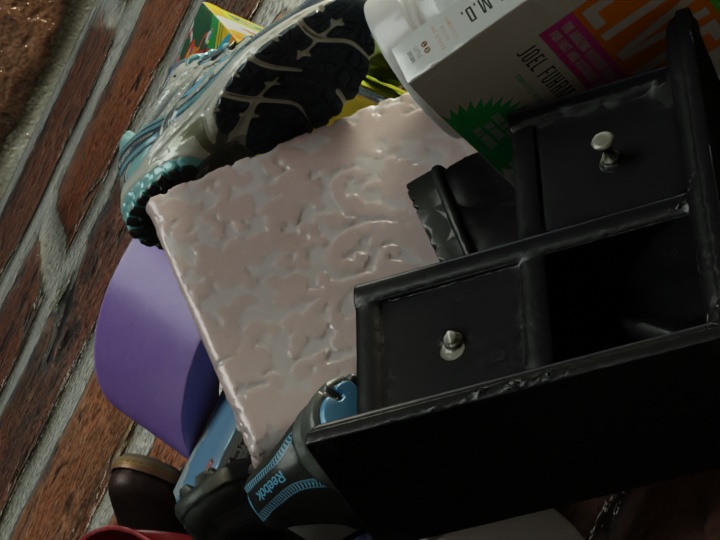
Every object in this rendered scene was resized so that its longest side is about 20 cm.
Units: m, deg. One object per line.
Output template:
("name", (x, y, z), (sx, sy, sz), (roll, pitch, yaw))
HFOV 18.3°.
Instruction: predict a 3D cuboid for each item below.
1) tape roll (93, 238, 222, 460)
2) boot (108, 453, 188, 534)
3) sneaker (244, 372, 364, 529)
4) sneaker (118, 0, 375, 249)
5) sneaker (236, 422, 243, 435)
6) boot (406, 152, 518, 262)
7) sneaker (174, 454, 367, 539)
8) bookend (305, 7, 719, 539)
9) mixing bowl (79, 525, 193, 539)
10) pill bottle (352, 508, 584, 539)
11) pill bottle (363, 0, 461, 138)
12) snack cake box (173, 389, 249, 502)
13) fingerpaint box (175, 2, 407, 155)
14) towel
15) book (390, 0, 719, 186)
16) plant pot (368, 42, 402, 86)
("tape roll", (-0.076, 0.029, 1.483), (0.085, 0.200, 0.201), (31, 101, 28))
("boot", (-0.138, 0.236, 1.462), (0.072, 0.200, 0.167), (5, 49, 29))
("sneaker", (0.023, 0.090, 1.150), (0.082, 0.200, 0.073), (-42, 62, 33))
("sneaker", (-0.077, -0.107, 1.312), (0.200, 0.077, 0.087), (-41, 47, 21))
("sneaker", (-0.011, 0.018, 1.297), (0.075, 0.088, 0.201), (8, 75, 53))
("boot", (0.127, -0.014, 1.154), (0.157, 0.079, 0.212), (-32, 60, 10))
("sneaker", (-0.029, 0.163, 1.251), (0.066, 0.200, 0.091), (-37, 58, 11))
("bookend", (0.083, 0.003, 1.041), (0.198, 0.092, 0.201), (-15, 47, 17))
("mixing bowl", (-0.092, 0.244, 1.358), (0.200, 0.108, 0.201), (14, 108, 51))
("pill bottle", (0.032, 0.181, 1.123), (0.200, 0.115, 0.116), (-38, 33, 57))
("pill bottle", (0.108, -0.166, 1.229), (0.200, 0.116, 0.117), (-35, 27, 15))
("snack cake box", (-0.024, 0.084, 1.406), (0.201, 0.115, 0.067), (-64, 18, 9))
("fingerpaint box", (-0.017, -0.093, 1.467), (0.074, 0.199, 0.167), (-65, 18, 9))
("towel", (0.000, 0.000, 1.252), (0.032, 0.199, 0.191), (81, 165, -56))
("book", (0.127, -0.128, 1.074), (0.200, 0.134, 0.048), (-35, 56, 13))
("plant pot", (0.061, -0.215, 1.460), (0.200, 0.199, 0.191), (-177, 97, -71))
